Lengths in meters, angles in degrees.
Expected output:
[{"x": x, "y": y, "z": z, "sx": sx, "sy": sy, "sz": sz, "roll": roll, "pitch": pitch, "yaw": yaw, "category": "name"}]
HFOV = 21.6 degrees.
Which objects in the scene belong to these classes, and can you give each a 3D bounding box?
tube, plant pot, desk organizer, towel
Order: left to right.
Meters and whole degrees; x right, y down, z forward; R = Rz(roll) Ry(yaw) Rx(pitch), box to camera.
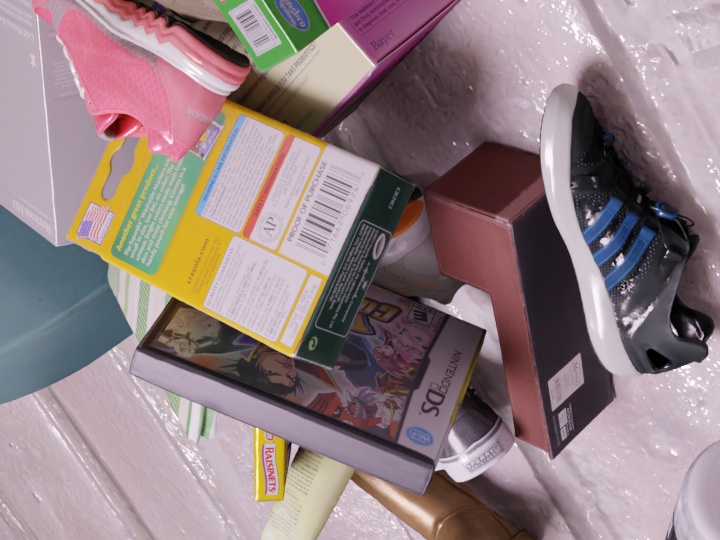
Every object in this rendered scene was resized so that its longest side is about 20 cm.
[{"x": -0.266, "y": 0.009, "z": 1.560, "sx": 0.141, "sy": 0.200, "sz": 0.141, "roll": 41, "pitch": 146, "yaw": 12, "category": "plant pot"}, {"x": -0.143, "y": 0.010, "z": 1.396, "sx": 0.200, "sy": 0.023, "sz": 0.153, "roll": -125, "pitch": 34, "yaw": -44, "category": "towel"}, {"x": -0.018, "y": 0.124, "z": 1.395, "sx": 0.052, "sy": 0.200, "sz": 0.058, "roll": 25, "pitch": 176, "yaw": 17, "category": "tube"}, {"x": 0.106, "y": 0.020, "z": 1.248, "sx": 0.077, "sy": 0.072, "sz": 0.200, "roll": 22, "pitch": 139, "yaw": 39, "category": "desk organizer"}]

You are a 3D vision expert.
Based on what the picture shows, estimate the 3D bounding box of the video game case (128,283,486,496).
[{"x": -0.028, "y": 0.052, "z": 1.229, "sx": 0.199, "sy": 0.181, "sz": 0.026, "roll": 22, "pitch": 121, "yaw": 3, "category": "video game case"}]

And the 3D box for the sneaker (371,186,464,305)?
[{"x": 0.000, "y": 0.000, "z": 1.357, "sx": 0.092, "sy": 0.076, "sz": 0.200, "roll": 50, "pitch": 154, "yaw": -21, "category": "sneaker"}]

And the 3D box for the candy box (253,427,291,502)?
[{"x": -0.063, "y": 0.095, "z": 1.408, "sx": 0.200, "sy": 0.026, "sz": 0.103, "roll": -89, "pitch": -3, "yaw": -79, "category": "candy box"}]

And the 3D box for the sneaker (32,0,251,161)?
[{"x": -0.156, "y": -0.129, "z": 1.174, "sx": 0.074, "sy": 0.087, "sz": 0.200, "roll": 23, "pitch": -174, "yaw": -46, "category": "sneaker"}]

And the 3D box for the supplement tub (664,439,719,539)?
[{"x": 0.251, "y": 0.207, "z": 1.220, "sx": 0.122, "sy": 0.123, "sz": 0.200, "roll": 33, "pitch": 144, "yaw": 23, "category": "supplement tub"}]

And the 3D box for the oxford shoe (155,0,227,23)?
[{"x": -0.122, "y": -0.182, "z": 1.134, "sx": 0.200, "sy": 0.070, "sz": 0.075, "roll": 21, "pitch": 145, "yaw": 39, "category": "oxford shoe"}]

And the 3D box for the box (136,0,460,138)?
[{"x": -0.061, "y": -0.190, "z": 1.205, "sx": 0.200, "sy": 0.097, "sz": 0.176, "roll": 48, "pitch": 148, "yaw": 0, "category": "box"}]

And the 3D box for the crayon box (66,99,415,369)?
[{"x": -0.077, "y": -0.036, "z": 1.179, "sx": 0.200, "sy": 0.126, "sz": 0.052, "roll": 25, "pitch": -179, "yaw": 32, "category": "crayon box"}]

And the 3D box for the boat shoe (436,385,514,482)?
[{"x": 0.057, "y": 0.105, "z": 1.350, "sx": 0.066, "sy": 0.070, "sz": 0.200, "roll": 54, "pitch": 178, "yaw": -5, "category": "boat shoe"}]

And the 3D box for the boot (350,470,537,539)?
[{"x": 0.031, "y": 0.172, "z": 1.434, "sx": 0.200, "sy": 0.066, "sz": 0.175, "roll": 39, "pitch": -173, "yaw": 13, "category": "boot"}]

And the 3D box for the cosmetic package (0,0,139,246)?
[{"x": -0.213, "y": -0.131, "z": 1.346, "sx": 0.107, "sy": 0.090, "sz": 0.201, "roll": 30, "pitch": 127, "yaw": 48, "category": "cosmetic package"}]

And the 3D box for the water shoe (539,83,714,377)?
[{"x": 0.166, "y": -0.029, "z": 1.149, "sx": 0.079, "sy": 0.072, "sz": 0.200, "roll": -8, "pitch": 120, "yaw": 22, "category": "water shoe"}]

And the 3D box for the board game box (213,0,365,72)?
[{"x": -0.022, "y": -0.224, "z": 1.024, "sx": 0.153, "sy": 0.200, "sz": 0.040, "roll": 55, "pitch": 147, "yaw": -12, "category": "board game box"}]
